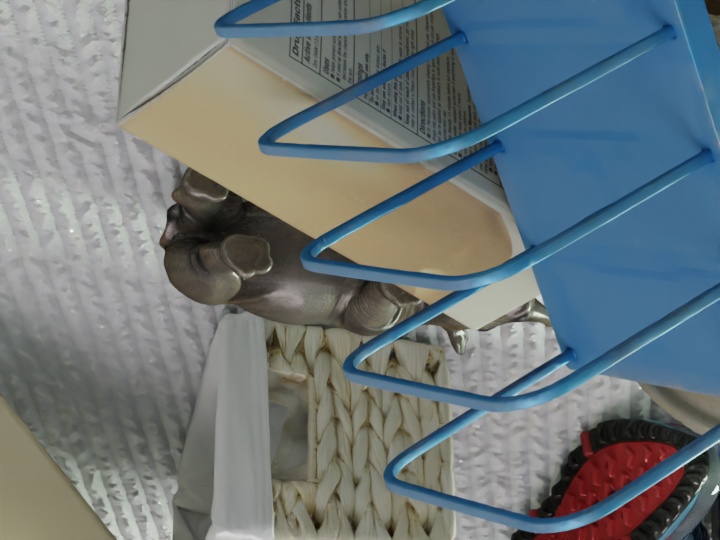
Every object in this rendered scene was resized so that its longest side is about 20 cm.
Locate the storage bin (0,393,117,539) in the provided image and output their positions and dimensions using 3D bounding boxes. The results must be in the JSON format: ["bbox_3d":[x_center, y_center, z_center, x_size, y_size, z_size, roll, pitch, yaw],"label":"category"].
[{"bbox_3d":[-0.198,0.173,1.152,0.200,0.094,0.199,52,147,-6],"label":"storage bin"}]

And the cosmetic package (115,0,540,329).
[{"bbox_3d":[0.001,-0.068,0.907,0.200,0.105,0.071,31,134,-32],"label":"cosmetic package"}]

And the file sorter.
[{"bbox_3d":[0.051,-0.024,0.795,0.139,0.123,0.200,7,122,57],"label":"file sorter"}]

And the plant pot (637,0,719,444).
[{"bbox_3d":[0.177,-0.061,0.856,0.200,0.201,0.184,-9,132,14],"label":"plant pot"}]

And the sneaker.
[{"bbox_3d":[0.156,0.137,1.233,0.095,0.079,0.200,-3,153,-25],"label":"sneaker"}]

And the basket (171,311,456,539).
[{"bbox_3d":[-0.029,0.130,1.160,0.123,0.136,0.200,5,145,-9],"label":"basket"}]

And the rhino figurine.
[{"bbox_3d":[0.000,0.000,1.036,0.200,0.060,0.087,13,162,-17],"label":"rhino figurine"}]

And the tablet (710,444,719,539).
[{"bbox_3d":[0.255,0.099,1.208,0.130,0.014,0.200,-4,145,7],"label":"tablet"}]
